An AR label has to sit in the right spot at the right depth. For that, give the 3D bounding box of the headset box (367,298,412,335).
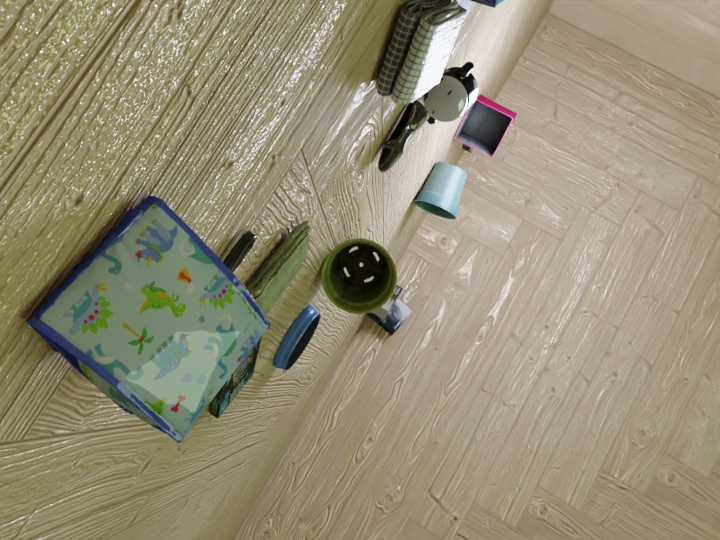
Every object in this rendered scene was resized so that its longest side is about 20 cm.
[{"bbox_3d":[0.157,0.230,3.351,0.174,0.200,0.093,-47,175,-15],"label":"headset box"}]

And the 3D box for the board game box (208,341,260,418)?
[{"bbox_3d":[-0.262,0.211,1.263,0.135,0.028,0.200,-53,170,-41],"label":"board game box"}]

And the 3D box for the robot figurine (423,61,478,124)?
[{"bbox_3d":[0.242,-0.474,1.611,0.200,0.124,0.151,-50,138,-51],"label":"robot figurine"}]

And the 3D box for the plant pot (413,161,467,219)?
[{"bbox_3d":[0.358,-0.350,2.598,0.200,0.199,0.197,54,59,-81],"label":"plant pot"}]

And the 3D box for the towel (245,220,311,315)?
[{"bbox_3d":[-0.157,0.005,1.150,0.200,0.036,0.149,-57,172,-25],"label":"towel"}]

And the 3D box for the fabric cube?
[{"bbox_3d":[0.567,-0.656,2.714,0.197,0.199,0.199,-65,173,28],"label":"fabric cube"}]

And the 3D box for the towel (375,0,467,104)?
[{"bbox_3d":[0.111,-0.421,1.125,0.200,0.085,0.166,-49,165,-48],"label":"towel"}]

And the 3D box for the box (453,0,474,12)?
[{"bbox_3d":[0.214,-0.591,1.261,0.201,0.050,0.158,-58,172,-14],"label":"box"}]

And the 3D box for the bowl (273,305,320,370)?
[{"bbox_3d":[-0.177,0.195,1.707,0.201,0.039,0.201,-58,172,-13],"label":"bowl"}]

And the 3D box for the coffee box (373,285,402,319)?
[{"bbox_3d":[0.132,0.153,3.233,0.200,0.114,0.080,-51,168,-43],"label":"coffee box"}]

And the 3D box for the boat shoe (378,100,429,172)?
[{"bbox_3d":[0.093,-0.332,1.475,0.200,0.057,0.067,-55,-153,-11],"label":"boat shoe"}]

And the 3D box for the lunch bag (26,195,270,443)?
[{"bbox_3d":[-0.217,0.049,0.626,0.170,0.127,0.200,-56,142,-27],"label":"lunch bag"}]

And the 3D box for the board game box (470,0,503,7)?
[{"bbox_3d":[0.253,-0.607,1.079,0.159,0.097,0.201,-45,153,-39],"label":"board game box"}]

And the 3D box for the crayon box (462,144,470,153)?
[{"bbox_3d":[0.622,-0.725,3.339,0.127,0.051,0.200,-61,172,7],"label":"crayon box"}]

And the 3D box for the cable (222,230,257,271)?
[{"bbox_3d":[-0.205,0.030,0.874,0.200,0.050,0.097,-52,170,-40],"label":"cable"}]

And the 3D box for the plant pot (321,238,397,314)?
[{"bbox_3d":[0.000,0.000,1.654,0.201,0.200,0.184,-61,-177,10],"label":"plant pot"}]
